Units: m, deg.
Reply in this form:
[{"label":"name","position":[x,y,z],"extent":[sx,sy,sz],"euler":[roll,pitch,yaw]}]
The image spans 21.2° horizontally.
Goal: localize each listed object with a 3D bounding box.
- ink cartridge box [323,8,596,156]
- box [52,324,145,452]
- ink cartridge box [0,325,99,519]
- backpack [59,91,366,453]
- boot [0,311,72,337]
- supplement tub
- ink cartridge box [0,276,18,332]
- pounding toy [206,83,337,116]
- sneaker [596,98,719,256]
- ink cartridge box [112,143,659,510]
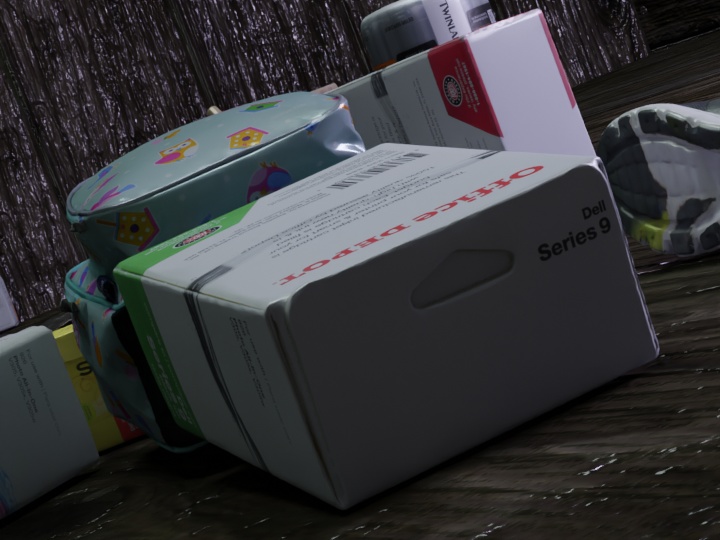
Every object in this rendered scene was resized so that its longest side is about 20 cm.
[{"label":"ink cartridge box","position":[0.074,-0.097,1.450],"extent":[0.083,0.147,0.199],"euler":[-25,6,-32]},{"label":"box","position":[-0.123,0.054,1.099],"extent":[0.198,0.076,0.050],"euler":[-20,7,2]},{"label":"ink cartridge box","position":[-0.254,0.108,0.984],"extent":[0.144,0.088,0.200],"euler":[-18,7,32]},{"label":"backpack","position":[-0.064,0.001,0.963],"extent":[0.175,0.155,0.200],"euler":[-28,4,-18]},{"label":"boot","position":[-0.154,0.025,1.230],"extent":[0.174,0.069,0.200],"euler":[-47,18,-5]},{"label":"supplement tub","position":[0.087,-0.160,1.775],"extent":[0.121,0.202,0.123],"euler":[-22,4,2]},{"label":"ink cartridge box","position":[-0.651,0.022,3.035],"extent":[0.161,0.202,0.050],"euler":[-21,4,-1]},{"label":"pounding toy","position":[-0.093,-0.104,2.048],"extent":[0.199,0.186,0.142],"euler":[-18,5,34]},{"label":"sneaker","position":[0.202,-0.053,0.926],"extent":[0.084,0.075,0.199],"euler":[-18,10,-40]},{"label":"ink cartridge box","position":[0.003,0.014,0.768],"extent":[0.145,0.085,0.200],"euler":[-24,13,-18]}]
